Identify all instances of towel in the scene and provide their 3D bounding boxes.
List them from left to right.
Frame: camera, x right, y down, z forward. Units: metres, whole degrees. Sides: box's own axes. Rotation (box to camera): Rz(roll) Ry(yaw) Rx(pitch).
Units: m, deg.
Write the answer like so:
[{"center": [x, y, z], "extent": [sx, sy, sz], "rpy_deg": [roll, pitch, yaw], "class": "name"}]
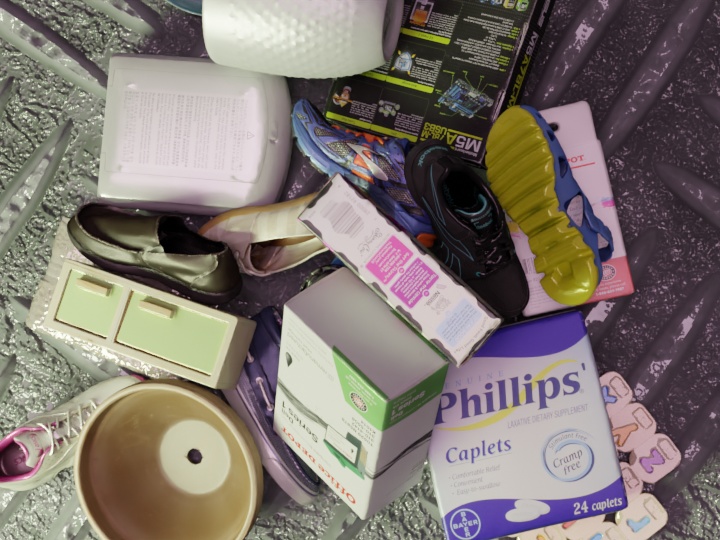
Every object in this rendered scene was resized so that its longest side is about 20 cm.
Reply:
[{"center": [-0.252, 0.035, 1.502], "extent": [0.199, 0.034, 0.133], "rpy_deg": [20, 90, 7], "class": "towel"}]

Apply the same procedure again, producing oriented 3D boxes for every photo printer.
[{"center": [-0.171, -0.142, 1.481], "extent": [0.199, 0.069, 0.167], "rpy_deg": [4, 88, 6], "class": "photo printer"}]

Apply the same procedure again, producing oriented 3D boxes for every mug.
[{"center": [-0.044, -0.286, 1.414], "extent": [0.175, 0.148, 0.201], "rpy_deg": [11, 54, 12], "class": "mug"}]

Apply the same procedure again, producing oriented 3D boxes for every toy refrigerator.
[{"center": [-0.216, 0.055, 1.434], "extent": [0.199, 0.070, 0.076], "rpy_deg": [19, 88, 15], "class": "toy refrigerator"}]

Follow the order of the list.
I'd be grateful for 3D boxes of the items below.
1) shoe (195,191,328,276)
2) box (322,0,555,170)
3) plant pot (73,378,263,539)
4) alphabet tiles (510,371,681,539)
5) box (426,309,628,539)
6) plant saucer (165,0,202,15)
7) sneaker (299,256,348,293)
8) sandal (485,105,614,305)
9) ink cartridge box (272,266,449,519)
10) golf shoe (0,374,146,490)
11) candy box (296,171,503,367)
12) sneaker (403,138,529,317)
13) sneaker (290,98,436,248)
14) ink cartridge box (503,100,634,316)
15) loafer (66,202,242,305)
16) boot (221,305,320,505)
[{"center": [-0.096, -0.031, 1.440], "extent": [0.199, 0.070, 0.054], "rpy_deg": [-16, 51, 29], "class": "shoe"}, {"center": [0.078, -0.218, 1.433], "extent": [0.199, 0.047, 0.194], "rpy_deg": [18, 92, 30], "class": "box"}, {"center": [-0.187, 0.203, 1.448], "extent": [0.200, 0.093, 0.202], "rpy_deg": [3, 101, 15], "class": "plant pot"}, {"center": [0.221, 0.206, 1.448], "extent": [0.195, 0.015, 0.200], "rpy_deg": [-38, 84, 4], "class": "alphabet tiles"}, {"center": [0.154, 0.156, 1.399], "extent": [0.183, 0.105, 0.201], "rpy_deg": [-14, 85, 6], "class": "box"}, {"center": [-0.150, -0.370, 1.509], "extent": [0.199, 0.027, 0.201], "rpy_deg": [0, 88, 6], "class": "plant saucer"}, {"center": [0.001, 0.001, 1.434], "extent": [0.077, 0.111, 0.200], "rpy_deg": [34, 92, 7], "class": "sneaker"}, {"center": [0.187, -0.066, 1.361], "extent": [0.079, 0.087, 0.201], "rpy_deg": [-22, 88, 40], "class": "sandal"}, {"center": [-0.005, 0.121, 1.334], "extent": [0.084, 0.200, 0.146], "rpy_deg": [-31, 58, -31], "class": "ink cartridge box"}, {"center": [-0.309, 0.175, 1.475], "extent": [0.200, 0.092, 0.076], "rpy_deg": [-32, 83, 5], "class": "golf shoe"}, {"center": [0.041, 0.001, 1.300], "extent": [0.200, 0.136, 0.061], "rpy_deg": [42, 93, 7], "class": "candy box"}, {"center": [0.108, -0.032, 1.346], "extent": [0.075, 0.079, 0.200], "rpy_deg": [-38, 111, -10], "class": "sneaker"}, {"center": [0.013, -0.110, 1.407], "extent": [0.200, 0.075, 0.079], "rpy_deg": [39, 101, 5], "class": "sneaker"}, {"center": [0.201, -0.062, 1.434], "extent": [0.116, 0.067, 0.201], "rpy_deg": [-12, 88, 6], "class": "ink cartridge box"}, {"center": [-0.209, -0.034, 1.439], "extent": [0.199, 0.073, 0.072], "rpy_deg": [19, 129, 13], "class": "loafer"}, {"center": [-0.078, 0.139, 1.457], "extent": [0.090, 0.073, 0.200], "rpy_deg": [-34, 84, 10], "class": "boot"}]
